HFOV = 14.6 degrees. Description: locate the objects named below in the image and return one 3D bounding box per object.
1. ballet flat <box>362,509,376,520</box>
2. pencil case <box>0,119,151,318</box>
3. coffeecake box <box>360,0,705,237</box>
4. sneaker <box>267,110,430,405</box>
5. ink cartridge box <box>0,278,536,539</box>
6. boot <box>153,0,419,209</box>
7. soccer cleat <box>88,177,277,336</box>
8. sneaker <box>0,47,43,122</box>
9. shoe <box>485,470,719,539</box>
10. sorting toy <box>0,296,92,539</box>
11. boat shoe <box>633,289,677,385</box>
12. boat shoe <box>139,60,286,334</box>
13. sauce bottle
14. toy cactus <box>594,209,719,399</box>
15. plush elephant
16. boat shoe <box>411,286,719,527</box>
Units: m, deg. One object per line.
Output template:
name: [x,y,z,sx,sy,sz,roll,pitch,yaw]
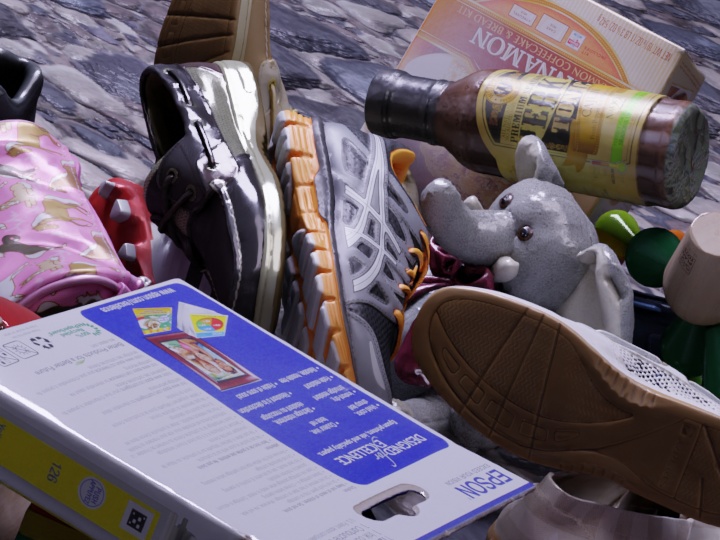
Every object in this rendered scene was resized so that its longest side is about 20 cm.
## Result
ballet flat: [-0.007,0.157,1.207,0.068,0.068,0.200,30,25,-11]
pencil case: [-0.164,-0.005,1.417,0.086,0.083,0.200,10,22,-25]
coffeecake box: [0.087,-0.071,1.682,0.153,0.201,0.073,30,0,20]
sneaker: [0.000,0.000,1.411,0.077,0.078,0.201,4,53,-16]
ink cartridge box: [-0.053,0.078,1.175,0.200,0.047,0.197,31,20,19]
boot: [-0.038,-0.077,1.602,0.155,0.201,0.073,8,-9,-38]
soccer cleat: [-0.090,0.022,1.467,0.085,0.069,0.200,19,21,-39]
sneaker: [-0.241,-0.079,1.521,0.074,0.085,0.200,28,20,16]
shoe: [0.149,0.130,1.458,0.199,0.054,0.070,2,28,-45]
sorting toy: [-0.145,0.083,1.226,0.198,0.070,0.200,24,20,2]
boat shoe: [0.118,0.000,1.740,0.199,0.069,0.084,30,20,20]
boat shoe: [-0.079,-0.038,1.438,0.066,0.072,0.201,4,40,-14]
sauce bottle: [0.097,-0.080,1.604,0.199,0.065,0.065,10,13,26]
toy cactus: [0.176,0.028,1.558,0.102,0.165,0.201,-8,55,-10]
plush elephant: [0.064,0.013,1.514,0.199,0.155,0.165,10,23,-31]
boat shoe: [0.119,0.067,1.420,0.199,0.071,0.069,28,13,5]
